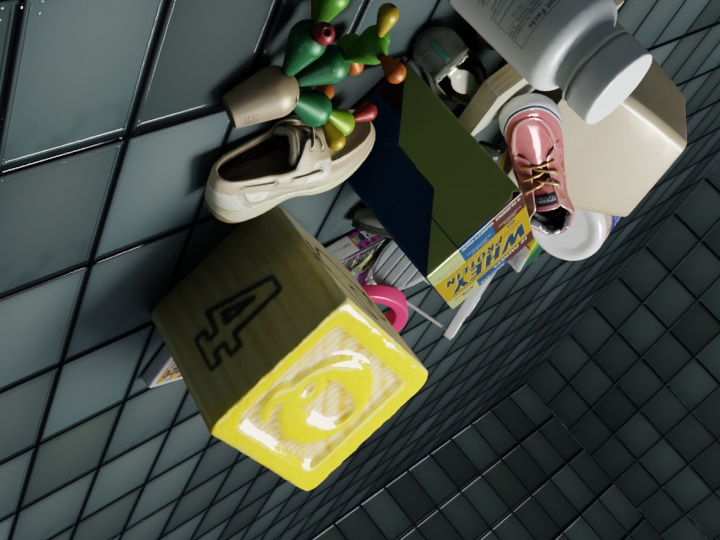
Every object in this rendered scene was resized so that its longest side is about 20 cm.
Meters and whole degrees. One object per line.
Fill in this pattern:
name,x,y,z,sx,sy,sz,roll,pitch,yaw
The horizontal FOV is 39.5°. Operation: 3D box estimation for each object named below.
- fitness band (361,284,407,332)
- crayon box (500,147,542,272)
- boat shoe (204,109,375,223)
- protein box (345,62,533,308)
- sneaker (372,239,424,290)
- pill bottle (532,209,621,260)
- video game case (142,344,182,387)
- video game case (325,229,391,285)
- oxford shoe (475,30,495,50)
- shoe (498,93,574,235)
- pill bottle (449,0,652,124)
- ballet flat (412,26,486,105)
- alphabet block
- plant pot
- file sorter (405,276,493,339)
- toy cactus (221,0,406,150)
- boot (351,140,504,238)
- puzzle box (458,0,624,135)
fitness band,-0.026,0.072,1.409,0.199,0.038,0.143,-31,142,32
crayon box,0.259,-0.103,1.617,0.050,0.127,0.201,-32,161,-27
boat shoe,-0.064,-0.115,0.990,0.198,0.073,0.065,-28,160,-25
protein box,0.080,-0.088,1.144,0.135,0.199,0.200,-40,163,3
sneaker,0.099,-0.047,1.383,0.199,0.073,0.071,-42,180,15
pill bottle,0.332,-0.111,1.459,0.200,0.115,0.116,-44,169,-44
video game case,-0.163,0.059,1.262,0.201,0.023,0.181,-50,161,26
video game case,0.000,0.000,1.450,0.180,0.036,0.201,-31,159,-32
oxford shoe,0.191,-0.277,1.156,0.199,0.071,0.073,-27,160,-41
shoe,0.212,-0.118,1.172,0.070,0.092,0.200,-14,153,12
pill bottle,0.191,-0.248,1.005,0.114,0.201,0.115,-37,163,-14
ballet flat,0.111,-0.217,1.135,0.067,0.064,0.200,-45,163,11
alphabet block,-0.079,0.082,1.101,0.196,0.200,0.195,-44,137,5
plant pot,0.317,-0.192,1.321,0.201,0.175,0.201,-57,-172,40
file sorter,0.150,-0.031,1.485,0.202,0.124,0.139,-59,172,23
toy cactus,-0.041,-0.166,0.899,0.163,0.103,0.200,-26,165,-11
boot,0.087,-0.111,1.304,0.068,0.196,0.133,-82,173,-78
puzzle box,0.199,-0.231,1.136,0.199,0.026,0.133,-38,175,-18
